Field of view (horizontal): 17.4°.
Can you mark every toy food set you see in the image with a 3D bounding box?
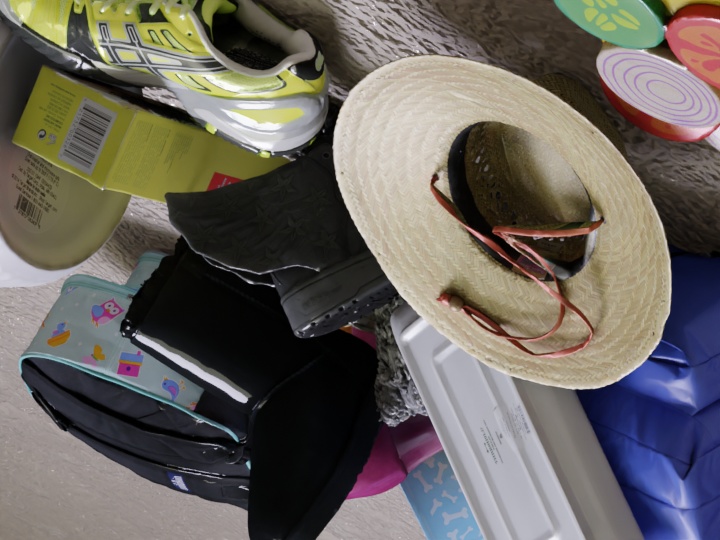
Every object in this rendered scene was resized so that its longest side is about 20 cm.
[{"bbox_3d":[0.177,-0.084,0.992,0.198,0.049,0.200,15,159,37],"label":"toy food set"}]

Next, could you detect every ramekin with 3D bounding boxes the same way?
[{"bbox_3d":[-0.210,-0.083,1.349,0.105,0.200,0.200,7,155,28],"label":"ramekin"}]

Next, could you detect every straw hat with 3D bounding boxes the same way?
[{"bbox_3d":[0.088,-0.045,1.164,0.201,0.085,0.201,24,140,22],"label":"straw hat"}]

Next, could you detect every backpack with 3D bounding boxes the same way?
[{"bbox_3d":[-0.145,0.076,1.753,0.200,0.154,0.176,11,156,18],"label":"backpack"},{"bbox_3d":[0.156,0.071,1.276,0.200,0.162,0.168,13,117,49],"label":"backpack"}]

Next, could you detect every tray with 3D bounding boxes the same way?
[{"bbox_3d":[0.076,0.089,1.232,0.022,0.200,0.107,-10,158,-41],"label":"tray"}]

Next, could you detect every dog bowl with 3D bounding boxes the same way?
[{"bbox_3d":[0.042,0.121,1.580,0.112,0.050,0.200,64,178,-25],"label":"dog bowl"}]

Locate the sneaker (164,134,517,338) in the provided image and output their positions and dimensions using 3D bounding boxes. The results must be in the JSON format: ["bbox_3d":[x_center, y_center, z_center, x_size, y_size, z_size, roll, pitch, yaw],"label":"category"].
[{"bbox_3d":[0.003,-0.036,1.280,0.104,0.200,0.060,64,-175,15],"label":"sneaker"}]

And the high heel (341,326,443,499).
[{"bbox_3d":[-0.008,0.071,1.515,0.200,0.096,0.067,59,175,48],"label":"high heel"}]

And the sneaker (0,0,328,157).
[{"bbox_3d":[-0.104,-0.137,1.259,0.200,0.075,0.076,23,145,1],"label":"sneaker"}]

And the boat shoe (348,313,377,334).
[{"bbox_3d":[0.035,0.023,1.449,0.200,0.073,0.063,12,127,25],"label":"boat shoe"}]

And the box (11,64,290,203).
[{"bbox_3d":[-0.107,-0.066,1.346,0.075,0.050,0.200,27,-174,27],"label":"box"}]

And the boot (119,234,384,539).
[{"bbox_3d":[-0.068,0.066,1.365,0.162,0.198,0.073,36,128,-6],"label":"boot"}]

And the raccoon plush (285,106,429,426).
[{"bbox_3d":[0.000,0.000,1.350,0.200,0.134,0.097,27,163,5],"label":"raccoon plush"}]
